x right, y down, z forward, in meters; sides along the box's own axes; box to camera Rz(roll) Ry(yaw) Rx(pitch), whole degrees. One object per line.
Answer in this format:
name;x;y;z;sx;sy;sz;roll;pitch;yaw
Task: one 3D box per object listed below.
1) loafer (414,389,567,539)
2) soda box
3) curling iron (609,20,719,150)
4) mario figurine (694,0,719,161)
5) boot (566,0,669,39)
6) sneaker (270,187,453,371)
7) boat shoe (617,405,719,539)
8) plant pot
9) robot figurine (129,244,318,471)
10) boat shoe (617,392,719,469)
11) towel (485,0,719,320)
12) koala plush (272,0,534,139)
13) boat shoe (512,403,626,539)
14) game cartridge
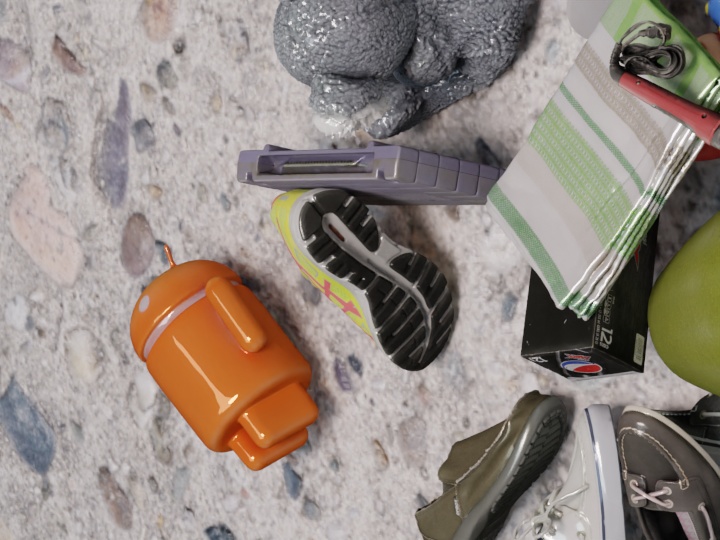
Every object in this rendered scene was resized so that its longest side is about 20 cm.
loafer;0.095;0.161;1.783;0.070;0.075;0.201;45;128;18
soda box;0.169;-0.027;1.605;0.070;0.063;0.202;-9;64;43
curling iron;0.230;-0.100;1.430;0.200;0.025;0.050;43;115;37
mario figurine;0.246;-0.167;1.519;0.105;0.123;0.201;25;115;13
boot;0.198;-0.250;1.578;0.073;0.096;0.200;15;149;-4
sneaker;0.000;0.000;1.788;0.090;0.078;0.200;19;152;54
boat shoe;0.230;0.178;1.609;0.066;0.057;0.201;8;144;40
plant pot;0.287;0.021;1.514;0.200;0.186;0.189;-20;89;62
robot figurine;-0.122;0.075;1.927;0.116;0.144;0.200;-41;72;5
boat shoe;0.276;0.114;1.619;0.199;0.072;0.072;7;84;42
towel;0.165;-0.086;1.540;0.201;0.030;0.149;-60;40;23
koala plush;0.010;-0.190;1.669;0.183;0.199;0.179;-14;92;43
boat shoe;0.159;0.200;1.722;0.085;0.075;0.204;-3;110;3
game cartridge;0.012;-0.074;1.741;0.199;0.129;0.039;2;88;50
